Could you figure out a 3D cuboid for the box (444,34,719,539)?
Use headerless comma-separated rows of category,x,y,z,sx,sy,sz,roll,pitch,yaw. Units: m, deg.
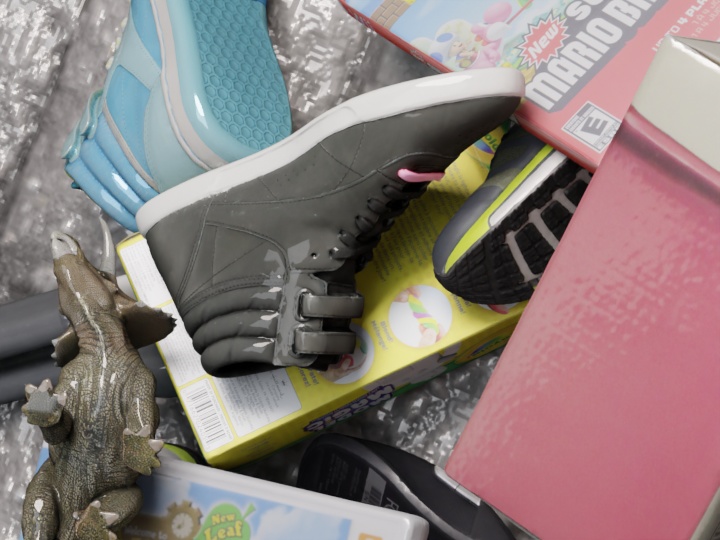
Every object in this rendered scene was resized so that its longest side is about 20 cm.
box,0.141,0.019,0.932,0.109,0.128,0.201,33,106,24

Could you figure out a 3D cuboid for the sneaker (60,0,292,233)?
sneaker,-0.105,-0.107,1.158,0.131,0.079,0.201,-40,45,39

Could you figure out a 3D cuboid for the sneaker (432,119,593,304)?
sneaker,0.094,-0.070,1.053,0.081,0.074,0.200,29,72,38

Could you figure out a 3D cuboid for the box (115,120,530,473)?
box,0.000,0.000,1.087,0.199,0.048,0.118,-25,73,2

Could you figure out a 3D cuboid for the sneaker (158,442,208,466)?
sneaker,-0.114,0.176,1.120,0.071,0.083,0.201,-5,82,25

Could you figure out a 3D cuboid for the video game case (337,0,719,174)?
video game case,0.096,-0.131,1.039,0.143,0.017,0.200,-46,46,-7

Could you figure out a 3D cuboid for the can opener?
can opener,-0.146,0.038,1.161,0.199,0.067,0.053,-12,122,25

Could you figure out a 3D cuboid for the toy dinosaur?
toy dinosaur,-0.118,0.086,1.025,0.077,0.102,0.201,10,102,4

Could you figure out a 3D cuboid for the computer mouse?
computer mouse,0.046,0.162,1.071,0.200,0.046,0.141,28,122,38

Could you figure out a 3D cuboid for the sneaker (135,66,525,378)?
sneaker,-0.002,-0.014,1.013,0.200,0.071,0.100,-24,76,28

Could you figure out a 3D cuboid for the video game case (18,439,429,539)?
video game case,-0.079,0.179,1.040,0.199,0.022,0.183,10,83,29
